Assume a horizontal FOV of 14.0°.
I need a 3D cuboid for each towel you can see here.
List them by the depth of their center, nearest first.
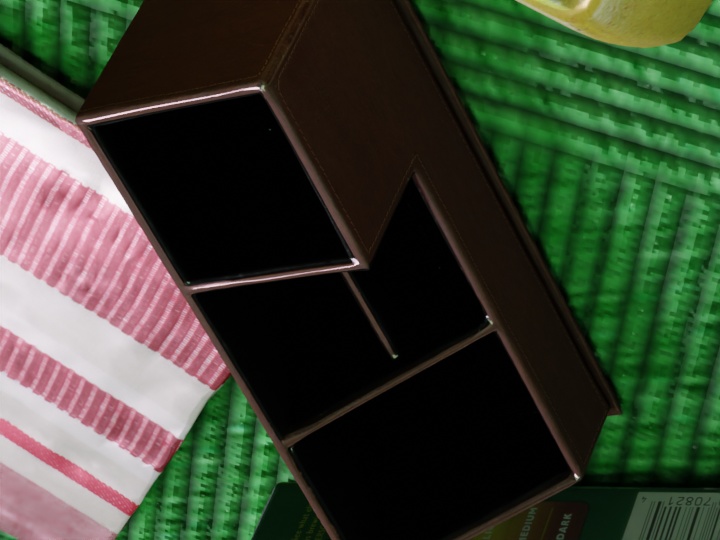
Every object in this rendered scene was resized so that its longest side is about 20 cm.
[{"bbox_3d":[-0.114,0.012,0.980,0.144,0.023,0.200,32,135,-4],"label":"towel"}]

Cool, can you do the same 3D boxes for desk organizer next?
[{"bbox_3d":[0.000,0.000,0.872,0.071,0.077,0.200,-8,128,31],"label":"desk organizer"}]

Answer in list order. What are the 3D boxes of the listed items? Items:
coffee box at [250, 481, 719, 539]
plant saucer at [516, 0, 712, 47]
[{"bbox_3d":[0.070,0.125,0.986,0.199,0.044,0.123,-3,133,26],"label":"coffee box"},{"bbox_3d":[0.026,-0.151,0.734,0.199,0.049,0.200,26,137,-2],"label":"plant saucer"}]
